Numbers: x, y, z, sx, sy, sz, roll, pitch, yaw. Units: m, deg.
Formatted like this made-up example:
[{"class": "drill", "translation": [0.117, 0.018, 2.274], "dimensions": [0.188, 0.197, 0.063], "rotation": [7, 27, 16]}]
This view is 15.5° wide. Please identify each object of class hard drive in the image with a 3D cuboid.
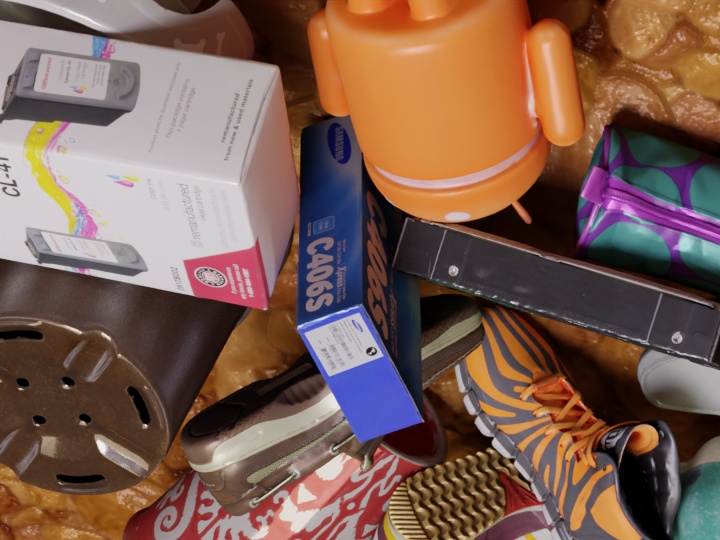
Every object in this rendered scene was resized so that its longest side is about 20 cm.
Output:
[{"class": "hard drive", "translation": [0.131, 0.015, 1.580], "dimensions": [0.199, 0.038, 0.140], "rotation": [16, 179, 18]}]

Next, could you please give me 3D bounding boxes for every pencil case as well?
[{"class": "pencil case", "translation": [0.225, -0.020, 1.554], "dimensions": [0.199, 0.092, 0.085], "rotation": [18, 96, 3]}]

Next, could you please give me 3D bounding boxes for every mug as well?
[{"class": "mug", "translation": [-0.040, 0.143, 1.772], "dimensions": [0.133, 0.178, 0.200], "rotation": [45, 114, 2]}]

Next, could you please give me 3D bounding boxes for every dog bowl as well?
[{"class": "dog bowl", "translation": [-0.165, -0.138, 1.544], "dimensions": [0.199, 0.059, 0.200], "rotation": [17, 159, 7]}]

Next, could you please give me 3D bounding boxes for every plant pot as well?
[{"class": "plant pot", "translation": [-0.161, 0.019, 1.645], "dimensions": [0.200, 0.199, 0.201], "rotation": [9, 133, 9]}]

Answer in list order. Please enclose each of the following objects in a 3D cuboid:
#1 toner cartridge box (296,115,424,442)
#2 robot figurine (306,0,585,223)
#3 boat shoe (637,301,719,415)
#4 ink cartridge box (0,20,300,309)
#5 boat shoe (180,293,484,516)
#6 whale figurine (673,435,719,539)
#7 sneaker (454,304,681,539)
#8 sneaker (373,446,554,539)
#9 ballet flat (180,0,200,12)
[{"class": "toner cartridge box", "translation": [0.000, 0.000, 1.570], "dimensions": [0.043, 0.200, 0.095], "rotation": [-18, 125, 12]}, {"class": "robot figurine", "translation": [0.048, -0.111, 1.513], "dimensions": [0.143, 0.117, 0.200], "rotation": [-16, 128, 0]}, {"class": "boat shoe", "translation": [0.260, 0.063, 1.634], "dimensions": [0.199, 0.069, 0.075], "rotation": [-11, 129, 28]}, {"class": "ink cartridge box", "translation": [-0.143, -0.061, 1.498], "dimensions": [0.199, 0.086, 0.148], "rotation": [9, 152, 10]}, {"class": "boat shoe", "translation": [-0.009, 0.086, 1.641], "dimensions": [0.202, 0.075, 0.075], "rotation": [-26, 111, -2]}, {"class": "whale figurine", "translation": [0.237, 0.184, 1.682], "dimensions": [0.159, 0.104, 0.200], "rotation": [33, 148, -10]}, {"class": "sneaker", "translation": [0.139, 0.096, 1.648], "dimensions": [0.200, 0.077, 0.112], "rotation": [58, 150, 7]}, {"class": "sneaker", "translation": [0.095, 0.160, 1.729], "dimensions": [0.199, 0.075, 0.090], "rotation": [-10, 146, -26]}, {"class": "ballet flat", "translation": [-0.112, -0.207, 1.514], "dimensions": [0.069, 0.070, 0.200], "rotation": [20, 134, 0]}]
